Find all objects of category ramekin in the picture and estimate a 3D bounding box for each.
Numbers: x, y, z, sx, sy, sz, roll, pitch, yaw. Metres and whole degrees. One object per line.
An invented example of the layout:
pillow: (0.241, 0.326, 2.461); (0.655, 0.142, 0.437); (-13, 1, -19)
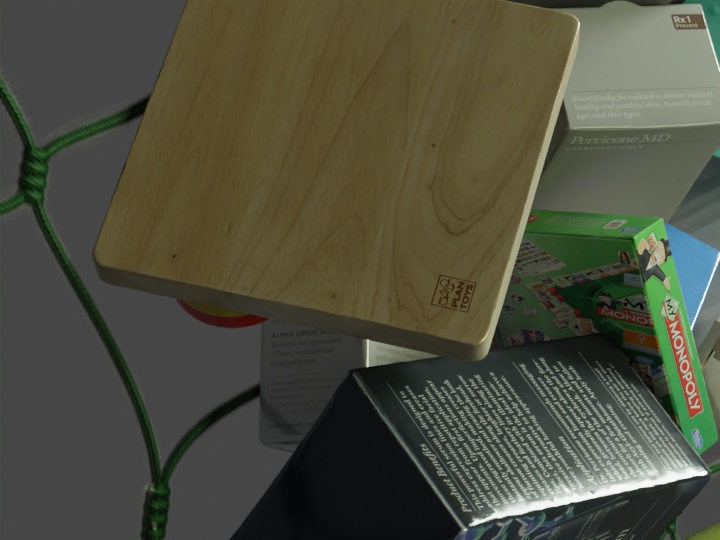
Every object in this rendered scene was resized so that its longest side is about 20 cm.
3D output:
ramekin: (0.247, 0.017, 1.916); (0.200, 0.098, 0.201); (-22, 90, -86)

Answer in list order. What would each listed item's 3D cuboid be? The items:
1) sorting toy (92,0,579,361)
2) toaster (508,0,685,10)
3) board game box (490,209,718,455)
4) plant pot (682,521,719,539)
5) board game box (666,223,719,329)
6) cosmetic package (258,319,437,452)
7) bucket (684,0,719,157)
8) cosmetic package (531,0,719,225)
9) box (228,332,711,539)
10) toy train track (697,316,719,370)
sorting toy: (-0.008, -0.049, 1.478); (0.070, 0.199, 0.200); (84, 20, -58)
toaster: (0.120, -0.212, 1.688); (0.119, 0.200, 0.181); (18, 57, -20)
board game box: (0.100, 0.031, 1.628); (0.029, 0.200, 0.135); (-31, 115, -38)
plant pot: (0.188, 0.262, 1.803); (0.200, 0.187, 0.187); (-10, 95, -45)
board game box: (0.146, 0.090, 1.768); (0.200, 0.045, 0.152); (-62, 180, -41)
cosmetic package: (0.000, 0.000, 1.589); (0.102, 0.074, 0.200); (19, 68, -57)
bucket: (0.226, -0.163, 1.820); (0.207, 0.207, 0.135); (-6, 131, -60)
cosmetic package: (0.124, -0.064, 1.663); (0.200, 0.107, 0.090); (117, -36, -60)
box: (0.055, 0.126, 1.520); (0.200, 0.148, 0.107); (-7, 52, -45)
toy train track: (0.186, 0.122, 1.822); (0.200, 0.033, 0.115); (-62, 169, 12)
